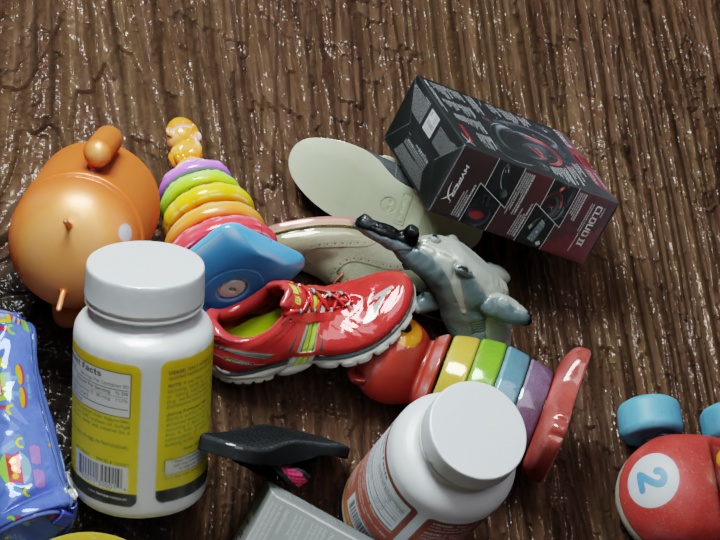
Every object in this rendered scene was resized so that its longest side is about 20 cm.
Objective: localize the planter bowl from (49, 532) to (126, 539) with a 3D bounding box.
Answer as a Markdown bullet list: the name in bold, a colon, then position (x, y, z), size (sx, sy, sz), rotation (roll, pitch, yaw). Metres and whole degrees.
- **planter bowl**: position (-0.206, 0.258, 1.354), size (0.198, 0.084, 0.201), rotation (9, 24, -4)

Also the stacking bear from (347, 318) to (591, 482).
- **stacking bear**: position (0.089, 0.104, 1.594), size (0.198, 0.114, 0.122), rotation (21, 48, 5)

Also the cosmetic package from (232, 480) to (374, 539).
- **cosmetic package**: position (-0.014, 0.268, 1.460), size (0.199, 0.090, 0.107), rotation (31, 87, -6)

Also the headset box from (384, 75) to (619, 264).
- **headset box**: position (0.140, -0.092, 1.679), size (0.199, 0.075, 0.149), rotation (18, 24, -28)

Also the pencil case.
- **pencil case**: position (-0.286, 0.130, 1.454), size (0.086, 0.078, 0.202), rotation (-19, 68, 3)

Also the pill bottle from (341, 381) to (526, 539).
- **pill bottle**: position (0.063, 0.171, 1.491), size (0.111, 0.200, 0.113), rotation (9, 60, -16)

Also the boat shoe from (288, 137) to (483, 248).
- **boat shoe**: position (0.024, -0.075, 1.694), size (0.198, 0.072, 0.063), rotation (21, 15, -6)

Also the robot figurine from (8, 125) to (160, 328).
- **robot figurine**: position (-0.234, -0.038, 1.515), size (0.117, 0.143, 0.200), rotation (50, 15, -15)

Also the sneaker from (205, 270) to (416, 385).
- **sneaker**: position (-0.046, 0.040, 1.551), size (0.198, 0.085, 0.077), rotation (-19, 48, -5)

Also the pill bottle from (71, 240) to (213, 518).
- **pill bottle**: position (-0.176, 0.087, 1.437), size (0.113, 0.202, 0.114), rotation (4, 23, -2)

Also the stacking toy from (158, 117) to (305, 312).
- **stacking toy**: position (-0.142, -0.060, 1.602), size (0.116, 0.109, 0.201), rotation (25, 35, -49)

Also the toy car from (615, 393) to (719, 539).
- **toy car**: position (0.340, 0.179, 1.591), size (0.175, 0.200, 0.186), rotation (5, 61, -18)

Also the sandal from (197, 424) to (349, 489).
- **sandal**: position (-0.076, 0.159, 1.492), size (0.074, 0.200, 0.046), rotation (11, 92, 27)

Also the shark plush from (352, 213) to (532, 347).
- **shark plush**: position (0.073, 0.018, 1.607), size (0.199, 0.083, 0.091), rotation (34, 18, -38)

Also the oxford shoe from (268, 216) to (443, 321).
- **oxford shoe**: position (0.000, 0.000, 1.640), size (0.198, 0.071, 0.075), rotation (9, 66, -15)
